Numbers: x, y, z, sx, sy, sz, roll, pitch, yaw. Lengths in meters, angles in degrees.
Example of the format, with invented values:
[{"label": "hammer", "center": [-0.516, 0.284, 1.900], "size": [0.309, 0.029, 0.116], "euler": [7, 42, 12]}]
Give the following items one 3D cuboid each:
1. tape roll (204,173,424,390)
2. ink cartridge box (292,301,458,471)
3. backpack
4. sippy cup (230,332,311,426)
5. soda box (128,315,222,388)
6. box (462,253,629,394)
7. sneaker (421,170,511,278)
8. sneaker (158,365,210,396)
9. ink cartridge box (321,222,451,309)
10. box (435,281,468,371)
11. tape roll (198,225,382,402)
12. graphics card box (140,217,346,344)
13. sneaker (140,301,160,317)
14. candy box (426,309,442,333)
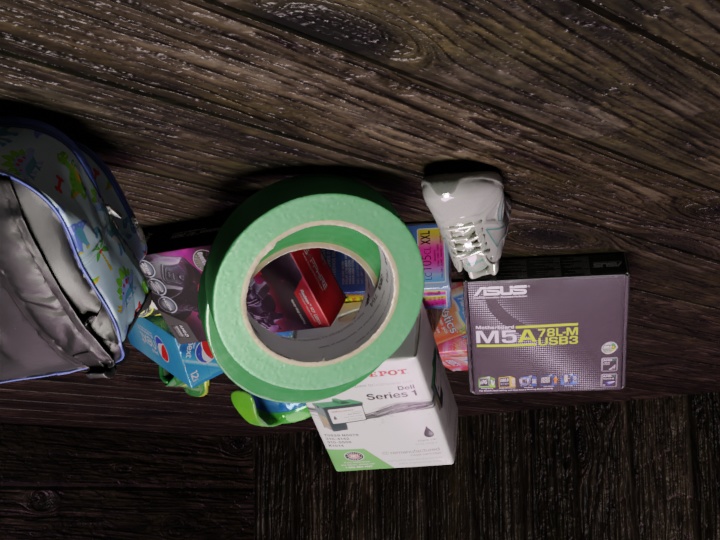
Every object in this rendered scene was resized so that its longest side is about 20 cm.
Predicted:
[{"label": "tape roll", "center": [-0.042, 0.012, 1.288], "size": [0.199, 0.202, 0.048], "euler": [2, -154, -18]}, {"label": "ink cartridge box", "center": [0.017, 0.129, 1.546], "size": [0.145, 0.085, 0.201], "euler": [-6, 137, 15]}, {"label": "backpack", "center": [-0.274, -0.026, 1.112], "size": [0.182, 0.147, 0.201], "euler": [-7, 128, 17]}, {"label": "sippy cup", "center": [-0.101, 0.101, 1.776], "size": [0.139, 0.178, 0.131], "euler": [-19, 126, 5]}, {"label": "soda box", "center": [-0.220, 0.070, 1.651], "size": [0.064, 0.068, 0.200], "euler": [-25, -156, -22]}, {"label": "box", "center": [0.227, 0.068, 1.719], "size": [0.198, 0.048, 0.194], "euler": [-2, 133, 5]}, {"label": "sneaker", "center": [0.106, -0.043, 1.313], "size": [0.070, 0.081, 0.200], "euler": [-3, 168, 18]}, {"label": "sneaker", "center": [-0.295, 0.161, 2.345], "size": [0.083, 0.075, 0.200], "euler": [-3, 160, -4]}, {"label": "ink cartridge box", "center": [0.000, 0.000, 1.535], "size": [0.198, 0.077, 0.136], "euler": [-1, 169, 4]}, {"label": "box", "center": [0.151, 0.076, 1.890], "size": [0.102, 0.095, 0.200], "euler": [-6, 168, 13]}, {"label": "tape roll", "center": [-0.055, 0.030, 1.356], "size": [0.199, 0.202, 0.048], "euler": [2, -155, -17]}, {"label": "graphics card box", "center": [-0.129, 0.007, 1.447], "size": [0.199, 0.051, 0.126], "euler": [-6, 127, 30]}, {"label": "sneaker", "center": [-0.258, 0.018, 1.530], "size": [0.076, 0.076, 0.200], "euler": [-20, 168, 12]}, {"label": "candy box", "center": [0.030, 0.055, 1.671], "size": [0.115, 0.056, 0.200], "euler": [-2, -167, 11]}]
